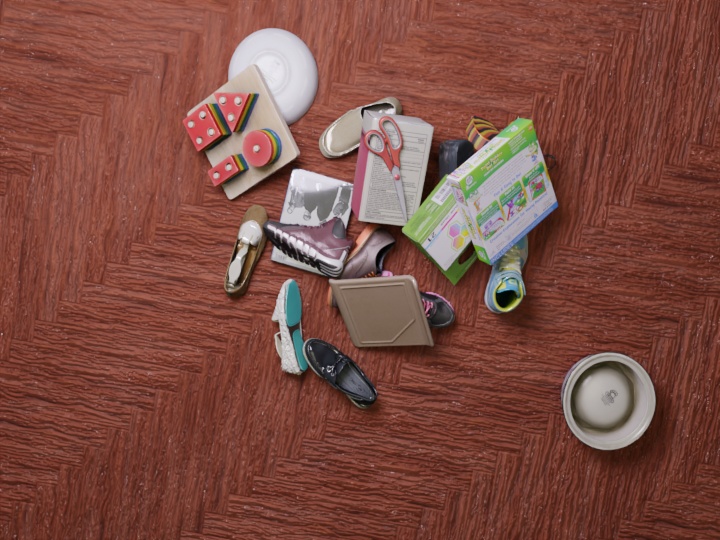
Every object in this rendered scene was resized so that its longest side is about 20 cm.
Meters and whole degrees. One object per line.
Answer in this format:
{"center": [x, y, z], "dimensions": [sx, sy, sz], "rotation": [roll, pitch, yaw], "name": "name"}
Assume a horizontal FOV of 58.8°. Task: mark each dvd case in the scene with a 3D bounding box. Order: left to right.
{"center": [-0.100, -0.103, 1.375], "dimensions": [0.145, 0.025, 0.207], "rotation": [15, 95, 1], "name": "dvd case"}

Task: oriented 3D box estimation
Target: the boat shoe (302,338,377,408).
{"center": [-0.039, 0.216, 1.360], "dimensions": [0.200, 0.066, 0.074], "rotation": [48, 66, -4], "name": "boat shoe"}

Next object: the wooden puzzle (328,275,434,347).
{"center": [0.046, 0.083, 1.310], "dimensions": [0.194, 0.038, 0.189], "rotation": [0, 130, 25], "name": "wooden puzzle"}

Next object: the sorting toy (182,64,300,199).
{"center": [-0.254, -0.278, 1.309], "dimensions": [0.195, 0.069, 0.205], "rotation": [-26, 94, 25], "name": "sorting toy"}

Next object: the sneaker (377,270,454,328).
{"center": [0.110, 0.069, 1.346], "dimensions": [0.195, 0.095, 0.081], "rotation": [23, 92, -1], "name": "sneaker"}

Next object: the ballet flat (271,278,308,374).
{"center": [-0.160, 0.124, 1.373], "dimensions": [0.069, 0.072, 0.208], "rotation": [-7, 93, 2], "name": "ballet flat"}

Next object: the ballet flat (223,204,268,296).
{"center": [-0.247, -0.040, 1.359], "dimensions": [0.066, 0.072, 0.206], "rotation": [22, 94, 1], "name": "ballet flat"}

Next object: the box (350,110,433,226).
{"center": [0.059, -0.205, 1.286], "dimensions": [0.123, 0.109, 0.207], "rotation": [5, 110, -13], "name": "box"}

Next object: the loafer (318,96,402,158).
{"center": [-0.002, -0.305, 1.336], "dimensions": [0.196, 0.068, 0.077], "rotation": [-32, 92, 3], "name": "loafer"}

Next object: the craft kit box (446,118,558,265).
{"center": [0.279, -0.151, 1.236], "dimensions": [0.198, 0.048, 0.201], "rotation": [-38, 124, -15], "name": "craft kit box"}

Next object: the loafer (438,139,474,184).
{"center": [0.197, -0.173, 1.346], "dimensions": [0.071, 0.072, 0.207], "rotation": [-10, 109, -35], "name": "loafer"}

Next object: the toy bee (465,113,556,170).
{"center": [0.302, -0.240, 1.303], "dimensions": [0.194, 0.110, 0.133], "rotation": [14, 138, 15], "name": "toy bee"}

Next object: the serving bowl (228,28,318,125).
{"center": [-0.186, -0.407, 1.337], "dimensions": [0.193, 0.066, 0.208], "rotation": [0, 93, 1], "name": "serving bowl"}

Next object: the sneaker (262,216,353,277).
{"center": [-0.101, -0.077, 1.340], "dimensions": [0.196, 0.076, 0.117], "rotation": [29, 68, 12], "name": "sneaker"}

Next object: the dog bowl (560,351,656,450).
{"center": [0.515, 0.270, 1.357], "dimensions": [0.193, 0.074, 0.208], "rotation": [0, 93, 2], "name": "dog bowl"}

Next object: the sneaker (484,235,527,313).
{"center": [0.312, -0.007, 1.316], "dimensions": [0.077, 0.131, 0.207], "rotation": [9, 94, 2], "name": "sneaker"}

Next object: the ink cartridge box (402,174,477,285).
{"center": [0.200, -0.068, 1.295], "dimensions": [0.149, 0.076, 0.199], "rotation": [-49, 123, -1], "name": "ink cartridge box"}

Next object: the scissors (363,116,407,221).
{"center": [0.072, -0.194, 1.226], "dimensions": [0.072, 0.014, 0.203], "rotation": [-30, 112, -1], "name": "scissors"}

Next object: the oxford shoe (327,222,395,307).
{"center": [0.000, 0.000, 1.345], "dimensions": [0.072, 0.071, 0.203], "rotation": [34, 95, 23], "name": "oxford shoe"}
